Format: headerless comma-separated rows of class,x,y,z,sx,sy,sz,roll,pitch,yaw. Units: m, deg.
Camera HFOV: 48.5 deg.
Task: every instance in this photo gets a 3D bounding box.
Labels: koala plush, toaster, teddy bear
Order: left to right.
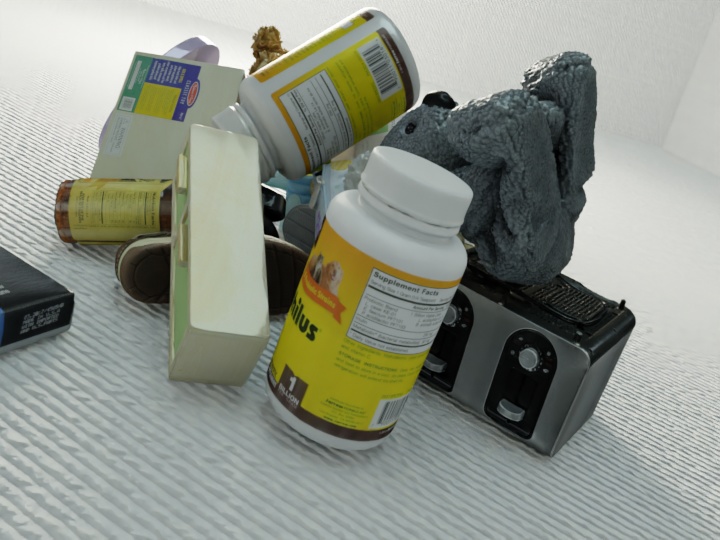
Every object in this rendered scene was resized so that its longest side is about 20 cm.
teddy bear,-0.086,-0.214,0.929,0.147,0.066,0.200,59,4,-3
koala plush,0.092,-0.088,0.717,0.196,0.188,0.176,12,32,35
toaster,0.147,0.059,0.755,0.178,0.121,0.198,29,23,25

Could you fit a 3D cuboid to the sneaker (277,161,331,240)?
sneaker,-0.019,-0.088,0.966,0.078,0.134,0.198,18,18,30

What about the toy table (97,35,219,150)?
toy table,-0.213,-0.182,0.986,0.116,0.201,0.184,38,-10,7

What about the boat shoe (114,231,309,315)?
boat shoe,-0.133,-0.006,0.756,0.198,0.077,0.074,9,9,-34

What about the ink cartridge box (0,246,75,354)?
ink cartridge box,-0.347,0.010,0.573,0.197,0.048,0.197,28,23,18

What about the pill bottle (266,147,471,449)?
pill bottle,0.008,0.020,0.587,0.107,0.204,0.110,20,19,-7

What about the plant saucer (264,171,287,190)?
plant saucer,-0.063,-0.119,1.081,0.196,0.019,0.070,18,-19,27

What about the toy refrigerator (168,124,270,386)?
toy refrigerator,-0.121,-0.016,0.655,0.068,0.076,0.204,9,53,-22

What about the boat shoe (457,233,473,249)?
boat shoe,0.095,0.000,0.894,0.069,0.066,0.200,-4,-17,15

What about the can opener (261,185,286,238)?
can opener,-0.180,-0.059,0.875,0.194,0.064,0.080,8,47,0

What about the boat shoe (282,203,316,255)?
boat shoe,0.000,0.000,0.867,0.198,0.073,0.062,38,9,12

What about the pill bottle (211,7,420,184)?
pill bottle,-0.045,-0.165,0.789,0.197,0.111,0.109,-33,37,-11

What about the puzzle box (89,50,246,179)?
puzzle box,-0.206,-0.140,0.859,0.129,0.205,0.026,10,-24,3

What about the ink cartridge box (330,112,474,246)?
ink cartridge box,0.066,-0.105,0.901,0.196,0.067,0.120,16,60,-26

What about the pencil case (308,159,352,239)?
pencil case,-0.007,-0.011,0.750,0.091,0.081,0.204,50,27,-45

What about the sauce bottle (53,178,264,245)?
sauce bottle,-0.192,-0.056,0.777,0.194,0.068,0.066,1,21,-3
